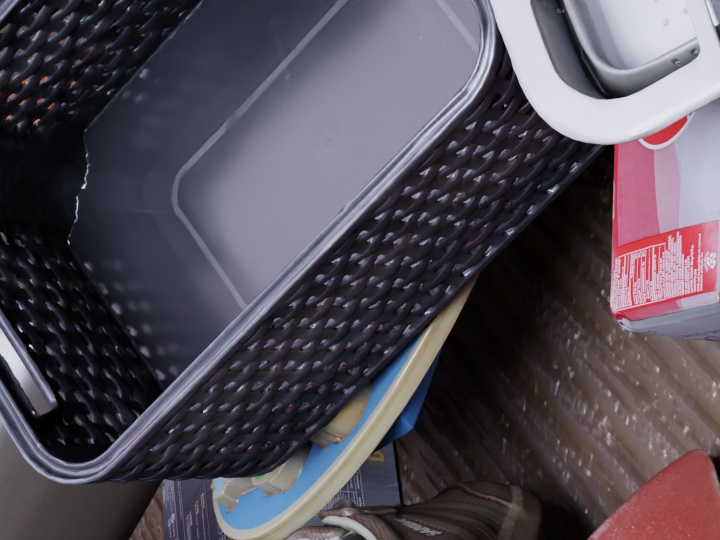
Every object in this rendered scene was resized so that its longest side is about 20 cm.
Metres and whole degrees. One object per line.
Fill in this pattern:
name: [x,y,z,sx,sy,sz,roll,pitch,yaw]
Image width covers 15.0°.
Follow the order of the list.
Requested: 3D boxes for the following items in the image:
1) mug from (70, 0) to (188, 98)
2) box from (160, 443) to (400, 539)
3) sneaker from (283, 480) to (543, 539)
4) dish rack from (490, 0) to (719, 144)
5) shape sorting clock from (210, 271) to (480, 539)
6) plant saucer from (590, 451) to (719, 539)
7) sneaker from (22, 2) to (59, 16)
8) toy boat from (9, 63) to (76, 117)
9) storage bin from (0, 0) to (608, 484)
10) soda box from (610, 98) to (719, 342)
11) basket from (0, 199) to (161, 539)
mug: [-0.024,-0.143,0.942,0.185,0.152,0.114,-58,0,2]
box: [-0.041,0.064,1.174,0.158,0.048,0.200,124,146,-49]
sneaker: [0.012,0.093,0.863,0.200,0.075,0.071,-82,17,-86]
dish rack: [0.113,-0.137,0.689,0.200,0.044,0.172,-30,64,28]
shape sorting clock: [0.000,0.000,0.925,0.200,0.039,0.200,-59,13,23]
plant saucer: [0.074,0.189,0.829,0.200,0.037,0.200,116,152,-43]
sneaker: [-0.065,-0.149,0.854,0.080,0.200,0.074,55,174,3]
toy boat: [-0.081,-0.044,1.069,0.130,0.131,0.200,-2,76,66]
storage bin: [-0.033,-0.043,0.810,0.200,0.094,0.135,-45,66,23]
soda box: [0.115,-0.081,0.759,0.063,0.070,0.200,164,111,-64]
basket: [-0.143,0.061,0.968,0.180,0.136,0.200,39,94,31]
